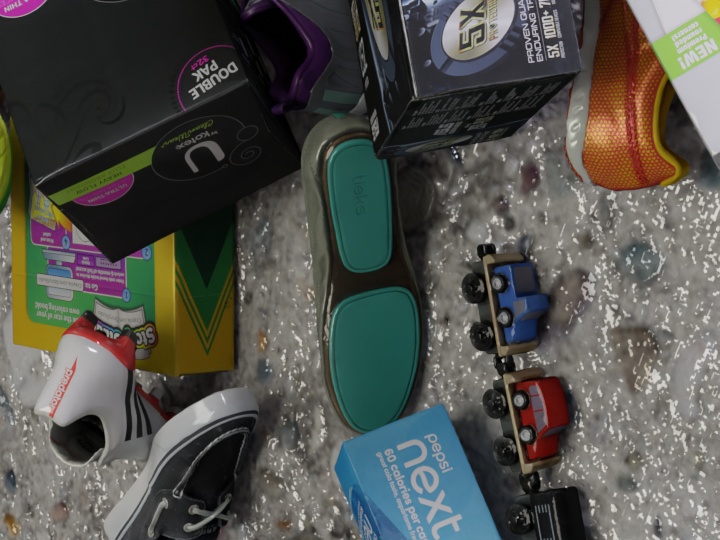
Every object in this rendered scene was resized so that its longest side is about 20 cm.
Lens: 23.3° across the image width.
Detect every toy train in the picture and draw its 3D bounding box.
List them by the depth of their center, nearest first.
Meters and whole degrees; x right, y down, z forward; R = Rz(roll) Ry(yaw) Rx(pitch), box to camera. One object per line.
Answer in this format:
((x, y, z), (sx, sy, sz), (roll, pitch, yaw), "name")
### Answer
((0.097, 0.082, 1.000), (0.046, 0.034, 0.202), (-15, 84, 42), "toy train")

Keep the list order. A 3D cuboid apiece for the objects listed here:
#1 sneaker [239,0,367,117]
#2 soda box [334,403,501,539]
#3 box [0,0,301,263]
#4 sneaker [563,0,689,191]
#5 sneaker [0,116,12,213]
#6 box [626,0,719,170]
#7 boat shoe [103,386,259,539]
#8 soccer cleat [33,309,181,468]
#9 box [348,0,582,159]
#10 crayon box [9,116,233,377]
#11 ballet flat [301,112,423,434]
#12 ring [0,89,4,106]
((-0.042, -0.190, 1.075), (0.074, 0.087, 0.202), (-29, 74, 43), "sneaker")
((0.053, 0.187, 1.016), (0.064, 0.067, 0.201), (104, 145, -68), "soda box")
((-0.147, -0.138, 1.107), (0.148, 0.124, 0.201), (-25, 64, 5), "box")
((0.151, -0.142, 0.909), (0.076, 0.073, 0.202), (3, 97, 18), "sneaker")
((-0.295, -0.092, 1.322), (0.084, 0.074, 0.200), (62, 177, -41), "sneaker")
((0.191, -0.171, 0.825), (0.155, 0.041, 0.201), (-29, 72, 14), "box")
((-0.117, 0.156, 1.201), (0.200, 0.071, 0.068), (-51, 57, 39), "boat shoe")
((-0.173, 0.103, 1.187), (0.068, 0.086, 0.200), (23, 157, 16), "soccer cleat")
((0.043, -0.158, 0.920), (0.200, 0.085, 0.165), (141, 119, -84), "box")
((-0.173, -0.023, 1.250), (0.199, 0.058, 0.174), (7, 101, 45), "crayon box")
((0.000, 0.000, 1.073), (0.064, 0.067, 0.202), (-130, 33, -67), "ballet flat")
((-0.333, -0.202, 1.424), (0.199, 0.019, 0.202), (5, 98, 45), "ring")
